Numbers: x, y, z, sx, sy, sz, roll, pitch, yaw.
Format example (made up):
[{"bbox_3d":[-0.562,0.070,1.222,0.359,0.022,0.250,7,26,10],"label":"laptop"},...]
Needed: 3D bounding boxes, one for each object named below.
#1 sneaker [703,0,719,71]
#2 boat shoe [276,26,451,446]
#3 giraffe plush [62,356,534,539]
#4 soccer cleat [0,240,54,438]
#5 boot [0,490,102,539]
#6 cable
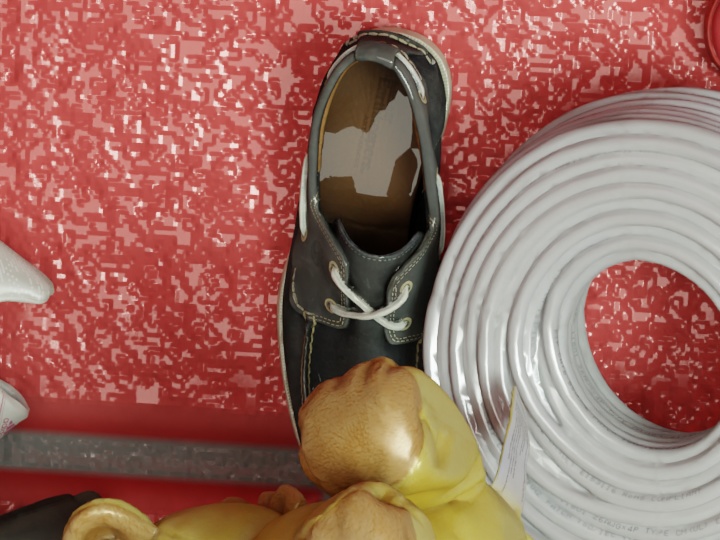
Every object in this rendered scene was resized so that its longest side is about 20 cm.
[{"bbox_3d":[0.237,-0.093,1.093,0.199,0.116,0.079,2,97,5],"label":"sneaker"},{"bbox_3d":[0.000,0.000,1.154,0.071,0.068,0.201,5,99,2],"label":"boat shoe"},{"bbox_3d":[-0.023,0.124,1.041,0.161,0.200,0.173,-16,108,19],"label":"giraffe plush"},{"bbox_3d":[-0.194,0.076,1.181,0.086,0.070,0.201,22,101,-7],"label":"soccer cleat"},{"bbox_3d":[-0.201,0.169,1.182,0.200,0.138,0.078,-37,78,33],"label":"boot"},{"bbox_3d":[0.120,0.028,1.107,0.199,0.069,0.201,4,102,27],"label":"cable"}]
